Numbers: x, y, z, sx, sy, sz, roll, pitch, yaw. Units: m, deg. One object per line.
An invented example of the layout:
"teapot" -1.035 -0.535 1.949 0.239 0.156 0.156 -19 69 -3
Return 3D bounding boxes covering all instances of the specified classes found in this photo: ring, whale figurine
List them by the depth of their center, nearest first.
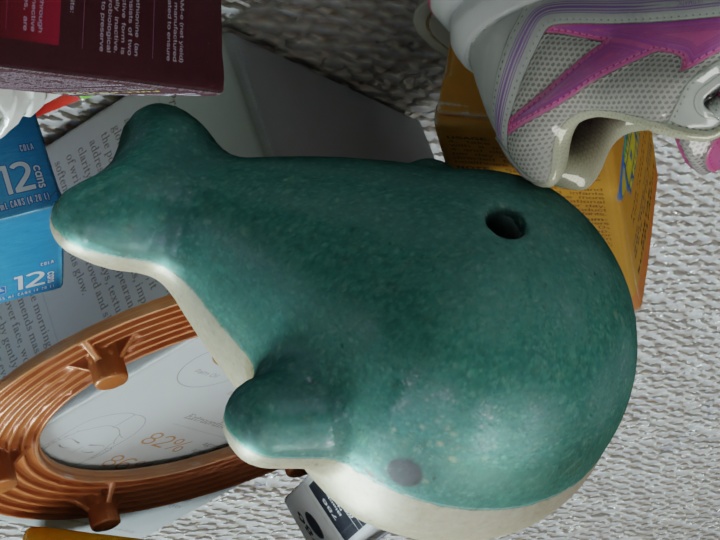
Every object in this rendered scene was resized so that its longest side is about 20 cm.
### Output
"whale figurine" 0.000 0.000 0.949 0.159 0.200 0.104 -52 171 -46
"ring" -0.057 0.053 1.084 0.200 0.019 0.201 -16 157 -7

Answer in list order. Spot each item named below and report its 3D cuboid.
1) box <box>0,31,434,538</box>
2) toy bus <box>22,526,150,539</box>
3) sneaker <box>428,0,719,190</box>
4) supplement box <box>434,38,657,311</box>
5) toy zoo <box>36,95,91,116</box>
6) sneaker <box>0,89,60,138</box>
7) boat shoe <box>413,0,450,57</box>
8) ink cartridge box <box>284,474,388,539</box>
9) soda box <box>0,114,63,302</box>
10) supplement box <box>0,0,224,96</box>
"box" -0.074 0.014 1.143 0.200 0.107 0.152 -30 155 22
"toy bus" -0.040 0.150 1.157 0.199 0.065 0.078 8 164 -4
"sneaker" 0.123 -0.080 0.916 0.200 0.089 0.081 -19 169 27
"supplement box" 0.072 -0.046 1.068 0.069 0.067 0.200 5 162 12
"toy zoo" -0.164 -0.074 0.985 0.199 0.021 0.131 -21 157 2
"sneaker" -0.147 -0.054 0.913 0.199 0.081 0.077 -16 154 -11
"boat shoe" 0.119 -0.101 1.097 0.199 0.062 0.075 7 164 -8
"ink cartridge box" 0.026 0.069 1.129 0.099 0.039 0.200 -34 173 -18
"soda box" -0.205 -0.011 0.980 0.199 0.064 0.068 -15 156 -13
"supplement box" -0.110 -0.107 0.788 0.061 0.109 0.200 1 179 28
